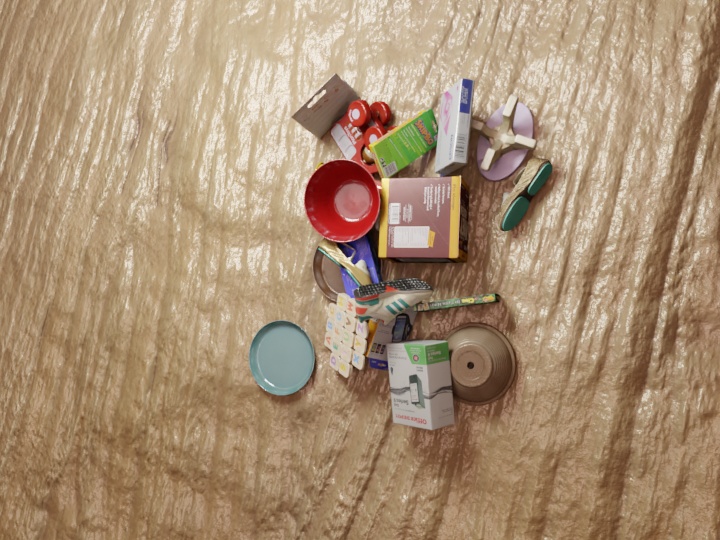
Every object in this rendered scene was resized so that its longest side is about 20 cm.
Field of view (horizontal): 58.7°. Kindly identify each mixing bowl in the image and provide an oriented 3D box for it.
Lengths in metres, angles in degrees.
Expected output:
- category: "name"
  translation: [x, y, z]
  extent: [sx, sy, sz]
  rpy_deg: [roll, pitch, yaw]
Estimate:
- category: "mixing bowl"
  translation: [-0.033, -0.175, 1.610]
  extent: [0.198, 0.108, 0.203]
  rpy_deg: [2, 97, 16]

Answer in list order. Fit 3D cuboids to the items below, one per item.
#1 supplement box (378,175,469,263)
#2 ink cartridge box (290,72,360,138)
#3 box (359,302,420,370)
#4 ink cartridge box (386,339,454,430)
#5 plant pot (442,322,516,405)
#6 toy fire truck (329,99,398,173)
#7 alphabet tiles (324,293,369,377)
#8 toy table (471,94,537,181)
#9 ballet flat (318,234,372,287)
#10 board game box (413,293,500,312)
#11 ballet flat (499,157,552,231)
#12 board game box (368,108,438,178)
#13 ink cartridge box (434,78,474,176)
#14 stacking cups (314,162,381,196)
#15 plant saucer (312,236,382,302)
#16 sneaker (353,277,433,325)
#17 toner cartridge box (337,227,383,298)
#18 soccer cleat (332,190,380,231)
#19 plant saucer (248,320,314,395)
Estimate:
- category: "supplement box"
  translation: [0.161, -0.123, 1.592]
  extent: [0.198, 0.133, 0.200]
  rpy_deg: [1, 86, 19]
- category: "ink cartridge box"
  translation: [-0.098, -0.438, 1.672]
  extent: [0.160, 0.200, 0.047]
  rpy_deg: [-42, 75, 11]
- category: "box"
  translation: [0.072, 0.149, 1.609]
  extent: [0.041, 0.118, 0.202]
  rpy_deg: [23, 94, 50]
- category: "ink cartridge box"
  translation: [0.145, 0.273, 1.551]
  extent: [0.145, 0.083, 0.203]
  rpy_deg: [-6, 89, 53]
- category: "plant pot"
  translation: [0.272, 0.227, 1.548]
  extent: [0.198, 0.093, 0.204]
  rpy_deg: [-2, 85, 20]
- category: "toy fire truck"
  translation: [0.016, -0.342, 1.687]
  extent: [0.168, 0.112, 0.201]
  rpy_deg: [-42, 74, 39]
- category: "alphabet tiles"
  translation: [-0.040, 0.165, 1.632]
  extent: [0.195, 0.014, 0.203]
  rpy_deg: [26, 112, 55]
- category: "toy table"
  translation: [0.344, -0.324, 1.555]
  extent: [0.182, 0.117, 0.203]
  rpy_deg: [11, 90, 20]
- category: "ballet flat"
  translation: [-0.024, -0.018, 1.605]
  extent: [0.200, 0.069, 0.063]
  rpy_deg: [43, 86, 16]
- category: "board game box"
  translation: [0.237, 0.080, 1.566]
  extent: [0.198, 0.105, 0.024]
  rpy_deg: [-9, 86, 19]
- category: "ballet flat"
  translation: [0.390, -0.189, 1.564]
  extent: [0.201, 0.070, 0.065]
  rpy_deg: [-54, 45, 5]
- category: "board game box"
  translation: [0.117, -0.321, 1.612]
  extent: [0.199, 0.096, 0.030]
  rpy_deg: [-35, 31, -17]
- category: "ink cartridge box"
  translation: [0.218, -0.340, 1.559]
  extent: [0.043, 0.200, 0.199]
  rpy_deg: [6, 87, -12]
- category: "stacking cups"
  translation: [-0.025, -0.234, 1.704]
  extent: [0.198, 0.060, 0.061]
  rpy_deg: [19, 92, 19]
- category: "plant saucer"
  translation: [-0.032, -0.013, 1.703]
  extent: [0.198, 0.034, 0.203]
  rpy_deg: [-1, 86, 18]
- category: "sneaker"
  translation: [0.079, 0.078, 1.535]
  extent: [0.197, 0.070, 0.094]
  rpy_deg: [-7, 116, -15]
- category: "toner cartridge box"
  translation: [0.000, 0.000, 1.651]
  extent: [0.094, 0.043, 0.202]
  rpy_deg: [-16, 81, 16]
- category: "soccer cleat"
  translation: [-0.022, -0.161, 1.696]
  extent: [0.198, 0.069, 0.086]
  rpy_deg: [15, 89, 16]
- category: "plant saucer"
  translation: [-0.212, 0.237, 1.749]
  extent: [0.198, 0.027, 0.203]
  rpy_deg: [-2, 84, 19]
